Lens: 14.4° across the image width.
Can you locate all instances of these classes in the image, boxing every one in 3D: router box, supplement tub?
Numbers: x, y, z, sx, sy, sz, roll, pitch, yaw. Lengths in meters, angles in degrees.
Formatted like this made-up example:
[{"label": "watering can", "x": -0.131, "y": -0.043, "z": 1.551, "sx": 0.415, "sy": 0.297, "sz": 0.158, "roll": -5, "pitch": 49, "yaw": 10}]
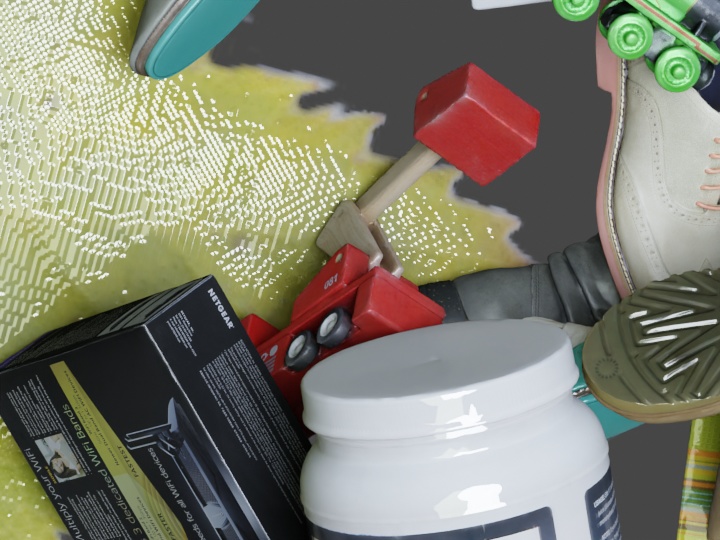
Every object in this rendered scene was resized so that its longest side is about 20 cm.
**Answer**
[{"label": "router box", "x": -0.082, "y": 0.112, "z": 1.393, "sx": 0.052, "sy": 0.157, "sz": 0.201, "roll": -37, "pitch": 102, "yaw": -37}, {"label": "supplement tub", "x": 0.050, "y": 0.135, "z": 1.285, "sx": 0.139, "sy": 0.140, "sz": 0.201, "roll": -10, "pitch": 102, "yaw": -2}]

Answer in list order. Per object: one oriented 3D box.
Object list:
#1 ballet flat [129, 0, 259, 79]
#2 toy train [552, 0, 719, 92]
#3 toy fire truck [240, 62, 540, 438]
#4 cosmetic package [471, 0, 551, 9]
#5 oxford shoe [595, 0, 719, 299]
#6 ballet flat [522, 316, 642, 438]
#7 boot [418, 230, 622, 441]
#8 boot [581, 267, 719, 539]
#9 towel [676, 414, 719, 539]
[{"label": "ballet flat", "x": -0.051, "y": -0.179, "z": 1.405, "sx": 0.200, "sy": 0.067, "sz": 0.064, "roll": -43, "pitch": 71, "yaw": 2}, {"label": "toy train", "x": 0.094, "y": -0.155, "z": 1.338, "sx": 0.199, "sy": 0.042, "sz": 0.057, "roll": 33, "pitch": 104, "yaw": -14}, {"label": "toy fire truck", "x": 0.000, "y": 0.000, "z": 1.407, "sx": 0.049, "sy": 0.142, "sz": 0.200, "roll": 33, "pitch": 135, "yaw": -24}, {"label": "cosmetic package", "x": 0.146, "y": -0.195, "z": 1.377, "sx": 0.199, "sy": 0.071, "sz": 0.102, "roll": -7, "pitch": 118, "yaw": 6}, {"label": "oxford shoe", "x": 0.162, "y": -0.052, "z": 1.404, "sx": 0.071, "sy": 0.074, "sz": 0.201, "roll": -9, "pitch": 93, "yaw": -39}, {"label": "ballet flat", "x": 0.075, "y": 0.062, "z": 1.385, "sx": 0.199, "sy": 0.067, "sz": 0.071, "roll": -24, "pitch": 68, "yaw": -7}, {"label": "boot", "x": 0.111, "y": 0.083, "z": 1.443, "sx": 0.130, "sy": 0.068, "sz": 0.201, "roll": -14, "pitch": 95, "yaw": -3}, {"label": "boot", "x": 0.184, "y": 0.076, "z": 1.362, "sx": 0.174, "sy": 0.200, "sz": 0.066, "roll": -18, "pitch": 55, "yaw": -12}, {"label": "towel", "x": 0.214, "y": 0.071, "z": 1.474, "sx": 0.086, "sy": 0.018, "sz": 0.201, "roll": 5, "pitch": 98, "yaw": -5}]
